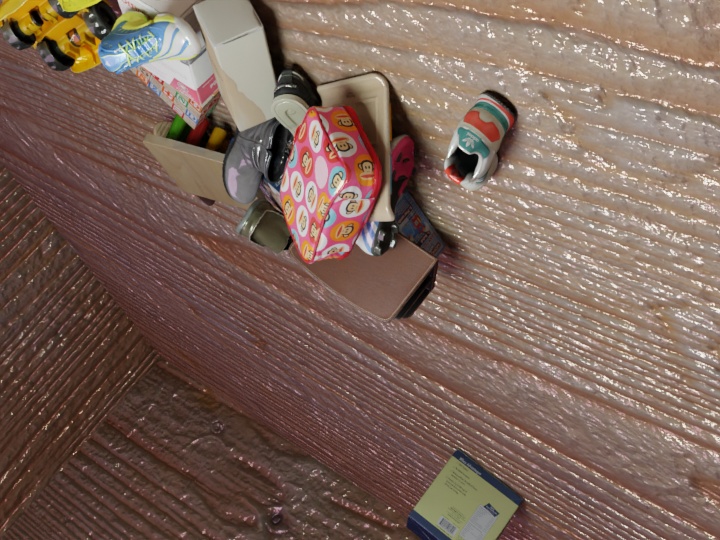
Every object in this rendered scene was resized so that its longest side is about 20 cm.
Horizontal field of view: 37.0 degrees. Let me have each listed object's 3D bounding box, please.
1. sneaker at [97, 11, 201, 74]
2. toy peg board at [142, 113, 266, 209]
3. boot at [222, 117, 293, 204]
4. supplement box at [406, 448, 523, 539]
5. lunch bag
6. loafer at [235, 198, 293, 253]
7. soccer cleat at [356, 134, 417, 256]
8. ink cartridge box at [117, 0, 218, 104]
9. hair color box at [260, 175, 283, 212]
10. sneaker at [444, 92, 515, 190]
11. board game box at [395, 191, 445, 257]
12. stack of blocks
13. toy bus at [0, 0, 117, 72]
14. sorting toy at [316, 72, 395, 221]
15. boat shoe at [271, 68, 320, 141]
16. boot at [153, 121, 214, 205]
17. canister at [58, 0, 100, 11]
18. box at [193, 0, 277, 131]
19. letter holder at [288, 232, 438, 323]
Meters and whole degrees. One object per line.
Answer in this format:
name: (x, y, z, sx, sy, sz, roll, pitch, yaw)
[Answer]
sneaker: (-0.316, -0.321, 1.575, 0.199, 0.105, 0.076, 18, 150, 48)
toy peg board: (-0.266, -0.211, 1.997, 0.197, 0.099, 0.200, 16, 162, 20)
boot: (-0.167, -0.174, 1.749, 0.132, 0.069, 0.202, 50, 140, 45)
supplement box: (0.245, 0.575, 2.547, 0.199, 0.200, 0.135, 36, 160, 14)
lunch bag: (-0.052, -0.129, 1.513, 0.177, 0.081, 0.201, 64, 146, 30)
loafer: (-0.152, -0.073, 1.880, 0.069, 0.076, 0.200, 36, -172, 16)
soccer cleat: (0.022, -0.115, 1.574, 0.086, 0.070, 0.202, 32, 126, 27)
ink cartridge box: (-0.295, -0.379, 1.690, 0.145, 0.085, 0.201, 34, 160, 19)
hair color box: (-0.118, -0.136, 1.849, 0.200, 0.060, 0.100, 42, 168, 45)
sneaker: (0.134, -0.142, 1.369, 0.070, 0.094, 0.200, 38, 160, 8)
board game box: (0.034, -0.086, 1.733, 0.200, 0.062, 0.199, 48, 160, -16)
stack of blocks: (-0.336, -0.351, 1.871, 0.200, 0.059, 0.115, 43, 161, -3)
toy bus: (-0.502, -0.454, 1.776, 0.199, 0.135, 0.194, 23, -132, -57)
sorting toy: (-0.003, -0.171, 1.535, 0.184, 0.036, 0.203, 4, 100, 60)
boat shoe: (-0.079, -0.231, 1.653, 0.071, 0.068, 0.200, -10, 151, 15)
boot: (-0.355, -0.210, 2.190, 0.200, 0.073, 0.166, 42, 159, -12)
canister: (-0.453, -0.514, 1.612, 0.202, 0.086, 0.148, 63, 161, 3)
box: (-0.177, -0.309, 1.586, 0.201, 0.077, 0.096, 79, 164, -60)
letter holder: (0.000, 0.000, 1.673, 0.199, 0.142, 0.101, 35, 159, 15)
